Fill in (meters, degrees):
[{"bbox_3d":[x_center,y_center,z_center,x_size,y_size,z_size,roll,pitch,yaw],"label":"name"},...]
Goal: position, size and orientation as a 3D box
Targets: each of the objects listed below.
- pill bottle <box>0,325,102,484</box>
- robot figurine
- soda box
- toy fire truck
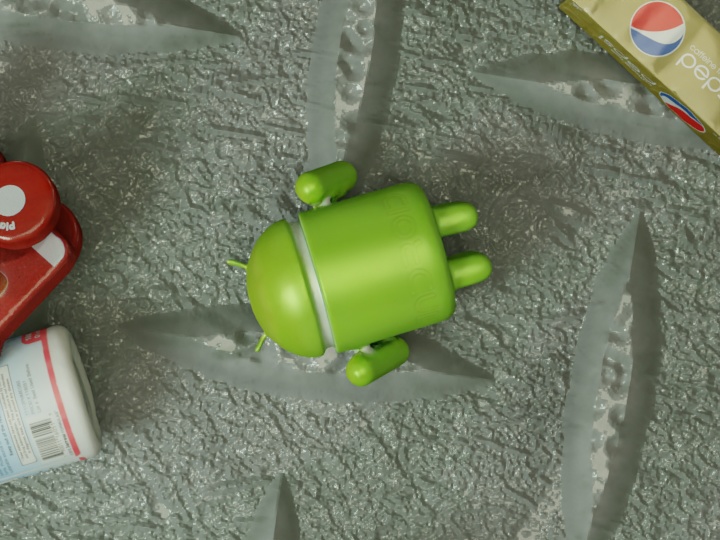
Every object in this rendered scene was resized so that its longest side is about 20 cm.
[{"bbox_3d":[-0.312,0.121,1.684,0.200,0.109,0.109,-16,91,-4],"label":"pill bottle"},{"bbox_3d":[0.000,0.000,1.698,0.200,0.116,0.176,-17,96,-3],"label":"robot figurine"},{"bbox_3d":[0.257,-0.174,1.737,0.200,0.068,0.064,43,88,-3],"label":"soda box"},{"bbox_3d":[-0.323,-0.027,1.657,0.200,0.112,0.168,40,80,14],"label":"toy fire truck"}]
